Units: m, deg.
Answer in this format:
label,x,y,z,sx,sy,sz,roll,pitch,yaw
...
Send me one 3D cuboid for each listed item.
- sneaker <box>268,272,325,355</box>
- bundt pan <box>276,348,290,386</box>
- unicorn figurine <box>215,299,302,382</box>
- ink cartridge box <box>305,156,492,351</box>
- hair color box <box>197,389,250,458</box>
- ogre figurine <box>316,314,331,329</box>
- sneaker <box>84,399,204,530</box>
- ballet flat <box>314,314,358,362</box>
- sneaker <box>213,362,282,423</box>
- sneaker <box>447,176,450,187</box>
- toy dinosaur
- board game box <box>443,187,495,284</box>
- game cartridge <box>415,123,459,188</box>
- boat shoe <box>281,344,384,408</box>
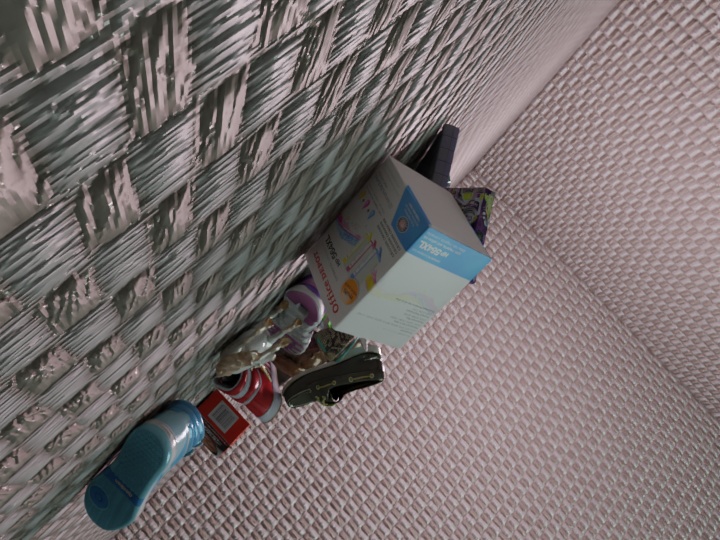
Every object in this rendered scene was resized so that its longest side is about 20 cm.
label,x,y,z,sx,sy,sz,roll,pitch,yaw
sneaker,-0.091,0.065,0.988,0.089,0.080,0.201,-53,-179,-38
bundt pan,-0.177,0.191,1.289,0.201,0.076,0.202,-39,-177,2
unicorn figurine,-0.148,0.108,0.879,0.136,0.075,0.199,-37,166,18
ink cartridge box,0.034,-0.007,0.756,0.124,0.130,0.200,21,122,-41
hair color box,-0.298,0.323,1.268,0.061,0.101,0.200,-44,176,-30
ogre figurine,-0.069,0.087,1.516,0.122,0.097,0.200,-63,-167,0
sneaker,-0.279,0.256,0.822,0.200,0.080,0.130,-46,176,23
ballet flat,-0.009,0.076,1.023,0.068,0.076,0.199,-43,176,41
sneaker,-0.208,0.180,1.090,0.071,0.112,0.200,-46,-153,0
sneaker,0.126,-0.137,1.119,0.092,0.076,0.203,114,-9,-52
toy dinosaur,-0.094,0.160,1.109,0.195,0.137,0.087,-11,-135,14
board game box,0.086,-0.051,0.832,0.198,0.032,0.123,6,-96,50
game cartridge,0.107,-0.132,0.989,0.200,0.037,0.133,126,-25,-73
boat shoe,-0.048,0.192,1.027,0.199,0.061,0.072,-28,148,19
